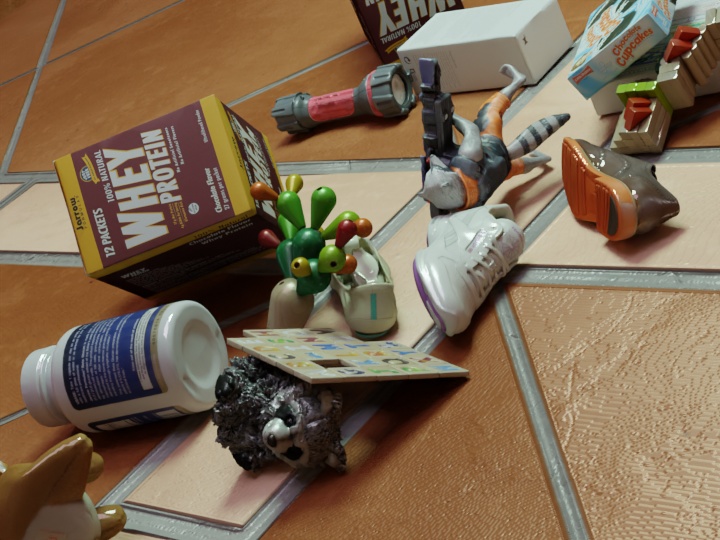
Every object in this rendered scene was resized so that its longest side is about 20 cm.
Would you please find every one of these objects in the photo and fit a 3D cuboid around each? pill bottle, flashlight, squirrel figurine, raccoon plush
[{"bbox_3d":[-0.243,0.102,1.677,0.198,0.112,0.111,-13,27,26],"label":"pill bottle"},{"bbox_3d":[-0.026,-0.219,2.150,0.198,0.068,0.068,-8,35,33],"label":"flashlight"},{"bbox_3d":[-0.311,0.229,1.475,0.199,0.143,0.186,-31,18,-16],"label":"squirrel figurine"},{"bbox_3d":[-0.044,0.108,1.507,0.133,0.098,0.200,-1,34,30],"label":"raccoon plush"}]

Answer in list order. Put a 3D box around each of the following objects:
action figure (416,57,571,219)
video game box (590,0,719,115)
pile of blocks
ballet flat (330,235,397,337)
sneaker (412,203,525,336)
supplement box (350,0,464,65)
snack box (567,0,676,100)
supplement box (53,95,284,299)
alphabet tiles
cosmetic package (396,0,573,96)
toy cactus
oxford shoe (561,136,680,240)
[{"bbox_3d":[0.124,-0.136,1.706,0.104,0.202,0.193,16,44,34],"label":"action figure"},{"bbox_3d":[0.371,-0.251,1.845,0.198,0.047,0.183,-8,29,35],"label":"video game box"},{"bbox_3d":[0.320,-0.213,1.729,0.201,0.062,0.082,-51,41,-9],"label":"pile of blocks"},{"bbox_3d":[0.000,0.000,1.693,0.069,0.070,0.200,-27,25,-1],"label":"ballet flat"},{"bbox_3d":[0.107,-0.012,1.599,0.099,0.075,0.201,-19,26,18],"label":"sneaker"},{"bbox_3d":[0.046,-0.404,2.278,0.132,0.201,0.198,-25,24,1],"label":"supplement box"},{"bbox_3d":[0.293,-0.270,1.817,0.116,0.037,0.200,-39,12,30],"label":"snack box"},{"bbox_3d":[-0.199,-0.075,1.830,0.195,0.134,0.200,-21,-12,10],"label":"supplement box"},{"bbox_3d":[-0.021,0.076,1.528,0.165,0.008,0.199,-1,10,-31],"label":"alphabet tiles"},{"bbox_3d":[0.156,-0.281,2.085,0.199,0.072,0.101,0,36,45],"label":"cosmetic package"},{"bbox_3d":[-0.064,-0.006,1.666,0.101,0.167,0.200,13,8,-30],"label":"toy cactus"},{"bbox_3d":[0.250,-0.083,1.629,0.072,0.072,0.200,-9,27,-10],"label":"oxford shoe"}]
